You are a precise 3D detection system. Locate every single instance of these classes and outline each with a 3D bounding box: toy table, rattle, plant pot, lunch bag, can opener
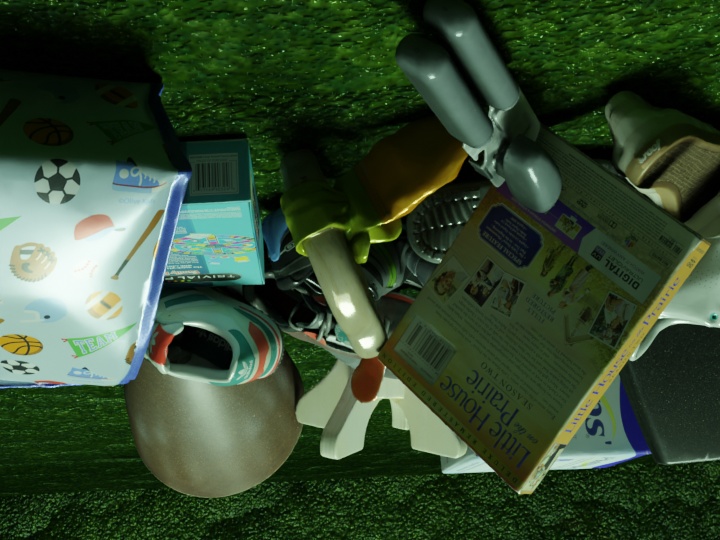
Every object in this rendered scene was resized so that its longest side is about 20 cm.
[{"bbox_3d":[0.018,0.103,1.098,0.198,0.120,0.182,11,-169,42],"label":"toy table"},{"bbox_3d":[0.026,-0.007,0.818,0.142,0.130,0.202,-33,125,-10],"label":"rattle"},{"bbox_3d":[0.299,0.054,0.943,0.196,0.181,0.200,-9,179,14],"label":"plant pot"},{"bbox_3d":[-0.154,0.094,1.105,0.183,0.190,0.201,-4,150,2],"label":"plant pot"},{"bbox_3d":[-0.204,-0.013,0.675,0.167,0.125,0.202,2,128,-21],"label":"lunch bag"},{"bbox_3d":[0.079,-0.095,0.674,0.066,0.053,0.200,33,178,29],"label":"can opener"}]

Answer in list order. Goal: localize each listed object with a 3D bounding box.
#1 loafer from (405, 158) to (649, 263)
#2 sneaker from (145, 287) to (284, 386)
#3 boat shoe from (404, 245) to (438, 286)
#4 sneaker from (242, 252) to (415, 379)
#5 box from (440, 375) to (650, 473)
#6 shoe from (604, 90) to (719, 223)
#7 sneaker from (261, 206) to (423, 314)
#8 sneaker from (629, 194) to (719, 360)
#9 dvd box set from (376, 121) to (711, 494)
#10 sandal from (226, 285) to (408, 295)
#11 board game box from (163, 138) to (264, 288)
[{"bbox_3d":[0.126,-0.049,0.858,0.196,0.077,0.070,-2,-166,-9],"label":"loafer"},{"bbox_3d":[-0.164,0.041,0.943,0.197,0.072,0.093,22,-168,13],"label":"sneaker"},{"bbox_3d":[0.108,-0.014,0.956,0.198,0.067,0.073,-15,134,-50],"label":"boat shoe"},{"bbox_3d":[-0.017,0.049,0.978,0.197,0.078,0.082,20,-168,9],"label":"sneaker"},{"bbox_3d":[0.180,0.106,1.169,0.196,0.188,0.105,1,162,-20],"label":"box"},{"bbox_3d":[0.218,-0.081,0.794,0.070,0.054,0.199,-48,154,15],"label":"shoe"},{"bbox_3d":[0.000,0.000,0.941,0.197,0.084,0.070,10,159,-42],"label":"sneaker"},{"bbox_3d":[0.260,-0.003,0.801,0.198,0.090,0.075,-30,157,25],"label":"sneaker"},{"bbox_3d":[0.116,0.023,0.761,0.202,0.146,0.029,-57,147,10],"label":"dvd box set"},{"bbox_3d":[-0.026,0.020,1.064,0.196,0.049,0.075,-3,164,-3],"label":"sandal"},{"bbox_3d":[-0.150,-0.035,0.848,0.148,0.048,0.200,-3,164,-3],"label":"board game box"}]
